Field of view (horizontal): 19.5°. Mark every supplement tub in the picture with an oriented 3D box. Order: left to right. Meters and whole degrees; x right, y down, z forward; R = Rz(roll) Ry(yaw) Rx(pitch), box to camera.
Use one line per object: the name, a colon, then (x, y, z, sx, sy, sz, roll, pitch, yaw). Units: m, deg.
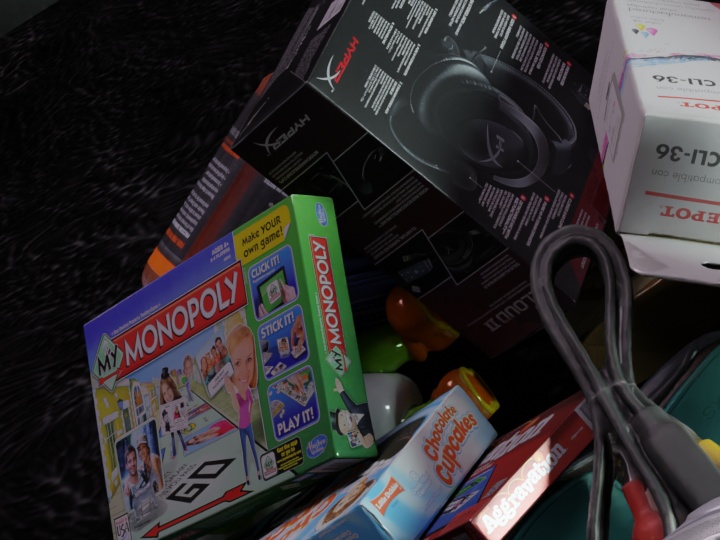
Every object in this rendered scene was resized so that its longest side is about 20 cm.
supplement tub: (-0.066, -0.015, 1.304, 0.201, 0.107, 0.107, -56, 20, 4)

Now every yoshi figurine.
yoshi figurine: (-0.031, 0.094, 1.163, 0.199, 0.112, 0.113, -34, 29, 13)

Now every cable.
cable: (0.121, 0.075, 0.934, 0.097, 0.050, 0.200, -33, 57, 0)

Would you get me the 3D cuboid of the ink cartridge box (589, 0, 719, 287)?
ink cartridge box: (0.179, -0.064, 1.014, 0.116, 0.068, 0.200, 7, 29, -4)

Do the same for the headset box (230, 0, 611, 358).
headset box: (0.052, -0.065, 1.095, 0.077, 0.200, 0.149, -35, 23, 45)

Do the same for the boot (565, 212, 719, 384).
boot: (0.178, -0.036, 1.177, 0.199, 0.073, 0.156, -36, 38, 3)

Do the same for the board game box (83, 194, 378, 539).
board game box: (-0.073, 0.060, 1.087, 0.029, 0.135, 0.200, 3, -22, -39)

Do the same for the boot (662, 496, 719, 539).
boot: (0.112, 0.157, 0.833, 0.200, 0.074, 0.096, -36, -1, 18)

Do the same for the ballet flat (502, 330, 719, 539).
ballet flat: (0.122, 0.106, 0.989, 0.200, 0.073, 0.073, -43, 24, -21)

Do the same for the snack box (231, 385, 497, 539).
snack box: (-0.028, 0.141, 1.050, 0.200, 0.037, 0.116, -37, 5, 36)

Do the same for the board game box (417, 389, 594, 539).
board game box: (0.047, 0.117, 1.020, 0.103, 0.019, 0.200, -42, 0, -30)

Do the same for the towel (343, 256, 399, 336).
towel: (-0.039, 0.040, 1.218, 0.144, 0.024, 0.200, -12, -21, -27)

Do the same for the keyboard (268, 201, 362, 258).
keyboard: (0.000, 0.000, 1.207, 0.103, 0.040, 0.200, -6, -15, 15)
